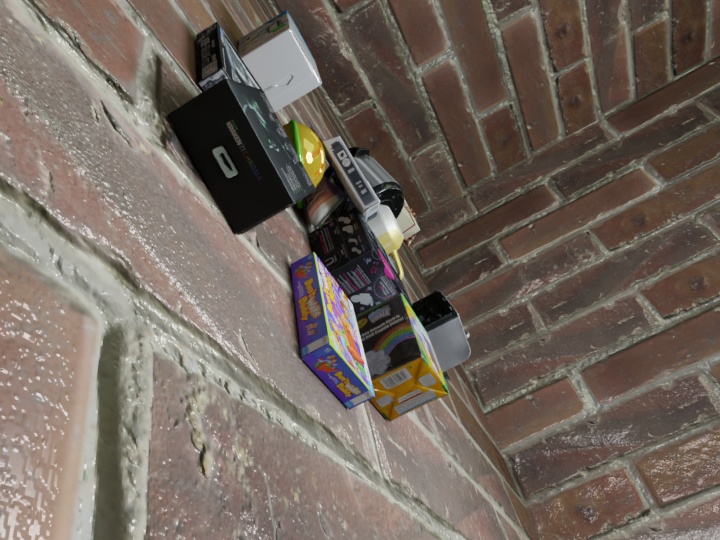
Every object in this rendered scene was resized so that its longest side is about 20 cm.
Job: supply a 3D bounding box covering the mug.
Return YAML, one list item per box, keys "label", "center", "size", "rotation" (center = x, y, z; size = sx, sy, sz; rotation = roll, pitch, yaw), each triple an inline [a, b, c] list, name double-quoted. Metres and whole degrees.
- label: "mug"
  center: [0.023, -0.061, 1.270]
  size: [0.187, 0.152, 0.150]
  rotation: [59, 9, -22]

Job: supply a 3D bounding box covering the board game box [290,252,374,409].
- label: "board game box"
  center: [-0.045, 0.086, 0.820]
  size: [0.135, 0.045, 0.201]
  rotation: [55, 12, -39]

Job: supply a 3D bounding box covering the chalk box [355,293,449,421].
- label: "chalk box"
  center: [0.058, 0.139, 0.991]
  size: [0.124, 0.124, 0.201]
  rotation: [55, 13, -37]

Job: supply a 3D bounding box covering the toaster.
- label: "toaster"
  center: [0.131, 0.149, 1.217]
  size: [0.119, 0.199, 0.181]
  rotation: [63, 1, -13]

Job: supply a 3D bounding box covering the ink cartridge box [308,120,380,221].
- label: "ink cartridge box"
  center: [-0.029, -0.198, 1.105]
  size: [0.201, 0.043, 0.198]
  rotation: [58, 0, 1]

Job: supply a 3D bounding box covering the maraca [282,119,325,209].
- label: "maraca"
  center: [-0.121, -0.196, 1.031]
  size: [0.200, 0.106, 0.138]
  rotation: [112, -27, -71]

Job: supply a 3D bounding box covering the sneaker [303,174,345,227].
- label: "sneaker"
  center: [-0.095, -0.157, 1.133]
  size: [0.105, 0.075, 0.200]
  rotation: [41, 16, -6]

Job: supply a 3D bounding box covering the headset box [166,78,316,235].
- label: "headset box"
  center: [-0.153, -0.157, 0.760]
  size: [0.175, 0.092, 0.200]
  rotation: [61, 10, -11]

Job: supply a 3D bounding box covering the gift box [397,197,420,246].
- label: "gift box"
  center: [0.057, -0.149, 1.652]
  size: [0.187, 0.184, 0.201]
  rotation: [39, 27, -45]

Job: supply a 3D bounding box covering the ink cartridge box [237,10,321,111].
- label: "ink cartridge box"
  center: [-0.197, -0.506, 1.328]
  size: [0.146, 0.146, 0.201]
  rotation: [56, 11, -35]

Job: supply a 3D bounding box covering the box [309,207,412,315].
- label: "box"
  center: [0.000, 0.000, 1.093]
  size: [0.200, 0.114, 0.133]
  rotation: [54, 11, -46]

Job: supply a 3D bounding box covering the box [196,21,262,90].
- label: "box"
  center: [-0.223, -0.324, 0.974]
  size: [0.158, 0.049, 0.201]
  rotation: [54, 13, -44]

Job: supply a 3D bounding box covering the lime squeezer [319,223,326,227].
- label: "lime squeezer"
  center: [-0.051, -0.079, 1.171]
  size: [0.199, 0.071, 0.038]
  rotation: [37, -33, 9]

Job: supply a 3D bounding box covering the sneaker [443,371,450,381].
- label: "sneaker"
  center: [0.209, 0.275, 1.598]
  size: [0.115, 0.075, 0.200]
  rotation: [63, 15, -2]

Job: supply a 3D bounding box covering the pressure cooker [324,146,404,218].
- label: "pressure cooker"
  center: [-0.007, -0.201, 1.401]
  size: [0.200, 0.176, 0.179]
  rotation: [51, 3, 28]
